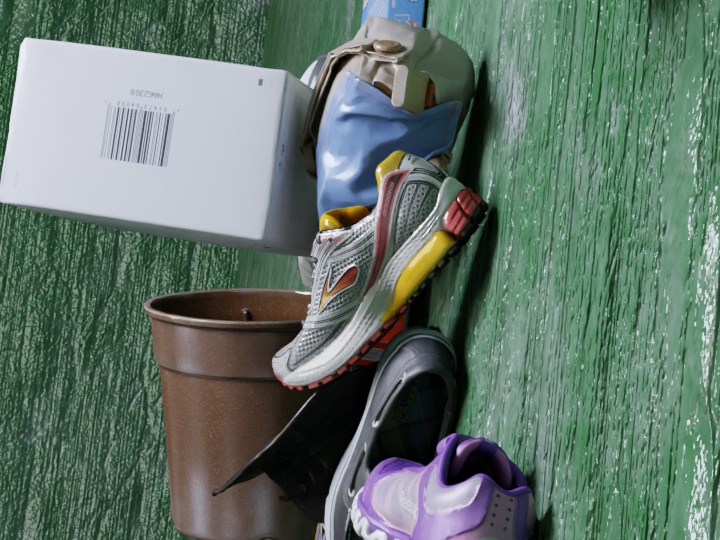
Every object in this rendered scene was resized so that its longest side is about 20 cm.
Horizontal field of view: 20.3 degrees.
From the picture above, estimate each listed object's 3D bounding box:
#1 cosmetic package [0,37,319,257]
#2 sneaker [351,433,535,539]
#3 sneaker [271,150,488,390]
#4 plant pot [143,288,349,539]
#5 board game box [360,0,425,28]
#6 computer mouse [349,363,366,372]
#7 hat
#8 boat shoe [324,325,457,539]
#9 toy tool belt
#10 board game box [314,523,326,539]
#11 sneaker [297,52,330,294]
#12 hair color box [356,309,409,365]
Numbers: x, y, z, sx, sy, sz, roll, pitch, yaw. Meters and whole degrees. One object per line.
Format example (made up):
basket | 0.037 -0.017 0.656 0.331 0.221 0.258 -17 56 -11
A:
cosmetic package | -0.129 -0.085 1.473 0.200 0.198 0.124 9 -90 -76
sneaker | 0.052 0.129 1.103 0.200 0.080 0.089 -140 65 -75
sneaker | 0.000 0.000 1.326 0.200 0.082 0.078 -51 -4 29
plant pot | -0.089 0.126 1.752 0.200 0.199 0.200 -129 39 -79
board game box | 0.024 -0.188 1.735 0.151 0.036 0.201 134 142 -76
computer mouse | 0.013 0.067 1.613 0.200 0.034 0.059 -85 -11 -53
hat | -0.008 0.128 1.426 0.081 0.200 0.201 54 162 8
boat shoe | 0.020 0.135 1.337 0.057 0.068 0.201 -102 23 -67
toy tool belt | 0.015 -0.064 1.372 0.123 0.124 0.201 -79 0 -64
board game box | -0.013 0.257 1.527 0.152 0.046 0.201 -93 13 -52
sneaker | -0.003 -0.076 1.627 0.074 0.084 0.201 -14 -78 -54
hair color box | 0.013 -0.035 1.529 0.102 0.061 0.201 110 169 -75
